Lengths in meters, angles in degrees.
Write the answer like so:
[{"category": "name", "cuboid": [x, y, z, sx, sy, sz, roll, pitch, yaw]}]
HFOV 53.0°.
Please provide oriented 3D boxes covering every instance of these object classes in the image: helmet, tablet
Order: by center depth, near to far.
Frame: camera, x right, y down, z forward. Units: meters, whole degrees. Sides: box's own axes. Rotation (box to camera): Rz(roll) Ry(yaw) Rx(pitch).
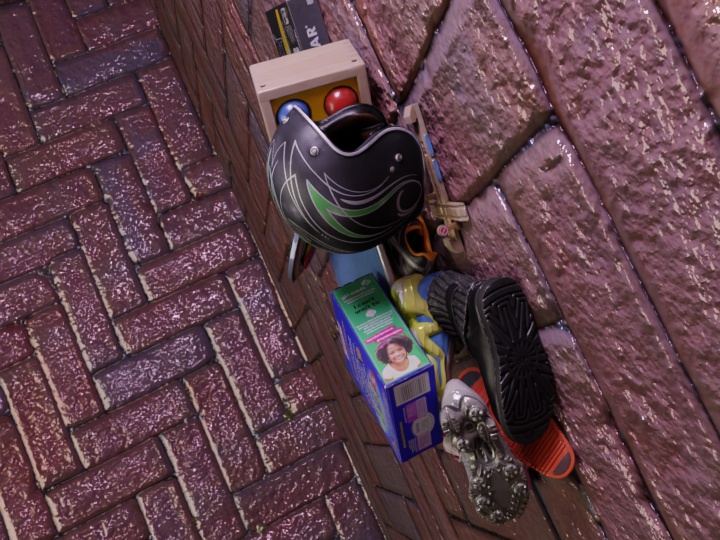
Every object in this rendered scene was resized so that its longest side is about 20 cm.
[{"category": "helmet", "cuboid": [-0.026, -0.121, 0.936, 0.200, 0.187, 0.204, 164, 90, -77]}, {"category": "tablet", "cuboid": [0.000, 0.000, 1.112, 0.199, 0.013, 0.132, 14, 125, 63]}]

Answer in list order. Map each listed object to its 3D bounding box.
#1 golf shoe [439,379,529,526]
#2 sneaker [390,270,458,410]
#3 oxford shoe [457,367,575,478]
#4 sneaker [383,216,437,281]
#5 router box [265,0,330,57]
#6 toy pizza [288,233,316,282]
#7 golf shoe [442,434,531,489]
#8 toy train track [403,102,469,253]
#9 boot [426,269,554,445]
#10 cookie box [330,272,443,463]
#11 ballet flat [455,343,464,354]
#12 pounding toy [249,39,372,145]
[{"category": "golf shoe", "cuboid": [0.158, 0.227, 0.922, 0.097, 0.077, 0.203, -92, -19, -70]}, {"category": "sneaker", "cuboid": [0.119, 0.094, 1.014, 0.076, 0.103, 0.203, -155, 44, -74]}, {"category": "oxford shoe", "cuboid": [0.214, 0.201, 0.958, 0.072, 0.072, 0.200, 32, -172, -45]}, {"category": "sneaker", "cuboid": [0.062, -0.064, 1.081, 0.077, 0.077, 0.202, -51, 53, 43]}, {"category": "router box", "cuboid": [-0.089, -0.349, 1.209, 0.157, 0.052, 0.203, 33, 144, 66]}, {"category": "toy pizza", "cuboid": [-0.078, -0.076, 1.183, 0.200, 0.031, 0.204, 15, -91, -90]}, {"category": "golf shoe", "cuboid": [0.183, 0.278, 1.110, 0.200, 0.090, 0.076, 44, 153, 55]}, {"category": "toy train track", "cuboid": [0.089, -0.115, 0.945, 0.115, 0.032, 0.203, -158, 47, -71]}, {"category": "boot", "cuboid": [0.161, 0.103, 0.916, 0.157, 0.078, 0.215, 177, 81, -69]}, {"category": "cookie box", "cuboid": [0.036, 0.134, 1.018, 0.201, 0.074, 0.173, -124, 17, -46]}, {"category": "ballet flat", "cuboid": [0.083, 0.075, 1.125, 0.198, 0.067, 0.069, 13, 99, 39]}, {"category": "pounding toy", "cuboid": [-0.043, -0.203, 1.056, 0.143, 0.181, 0.202, -112, 7, -52]}]
